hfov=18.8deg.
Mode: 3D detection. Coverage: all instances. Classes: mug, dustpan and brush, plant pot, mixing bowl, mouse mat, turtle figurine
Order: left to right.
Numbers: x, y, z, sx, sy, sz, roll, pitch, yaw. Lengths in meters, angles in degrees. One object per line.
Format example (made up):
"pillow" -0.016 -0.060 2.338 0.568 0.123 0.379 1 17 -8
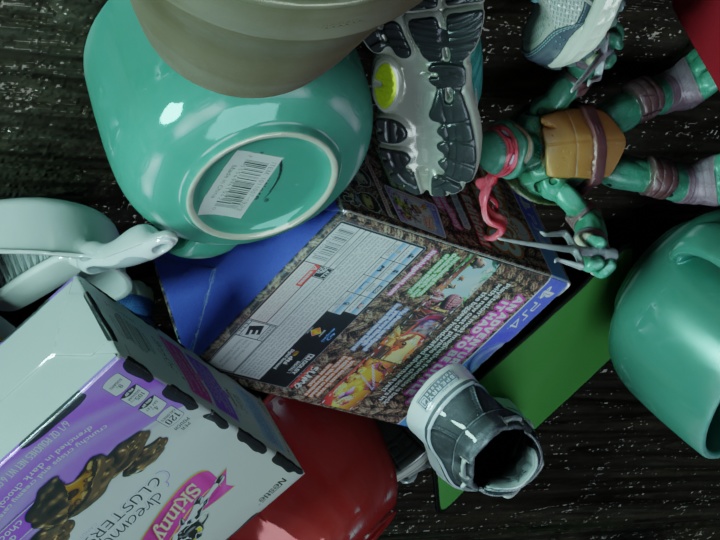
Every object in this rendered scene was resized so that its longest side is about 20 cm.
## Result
"dustpan and brush" -0.169 -0.009 1.244 0.139 0.058 0.199 17 150 -40
"mug" -0.066 -0.079 1.218 0.151 0.115 0.185 -23 144 1
"plant pot" -0.045 -0.174 1.066 0.199 0.201 0.174 -11 159 -15
"mixing bowl" -0.046 0.161 1.461 0.200 0.108 0.200 -48 173 -8
"mouse mat" 0.121 0.077 1.516 0.200 0.008 0.161 -40 155 -17
"turtle figurine" 0.140 -0.078 1.316 0.199 0.100 0.151 -9 102 -37
"mug" 0.249 0.023 1.482 0.152 0.114 0.186 -22 143 -41

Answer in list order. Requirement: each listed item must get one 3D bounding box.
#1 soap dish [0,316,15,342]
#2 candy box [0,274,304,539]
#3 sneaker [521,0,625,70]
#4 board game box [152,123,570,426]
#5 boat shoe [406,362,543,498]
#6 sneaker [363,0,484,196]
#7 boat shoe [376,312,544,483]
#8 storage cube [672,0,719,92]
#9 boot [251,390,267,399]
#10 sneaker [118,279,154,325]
"soap dish" -0.285 0.065 1.282 0.156 0.082 0.200 -10 150 23
"candy box" -0.155 0.116 1.268 0.168 0.072 0.200 -42 142 8
"sneaker" 0.114 -0.200 1.209 0.086 0.078 0.201 9 134 -10
"board game box" 0.000 0.000 1.367 0.199 0.097 0.159 17 129 -41
"boat shoe" 0.088 0.119 1.432 0.072 0.068 0.200 -46 157 -5
"sneaker" 0.037 -0.141 1.233 0.077 0.080 0.201 7 125 9
"boat shoe" 0.058 0.098 1.546 0.202 0.075 0.065 -41 145 9
"storage cube" 0.307 -0.164 1.247 0.199 0.180 0.171 -10 143 -17
"boot" -0.151 0.148 1.454 0.200 0.070 0.132 -54 173 24
"sneaker" -0.198 0.092 1.390 0.078 0.090 0.200 15 133 -39
